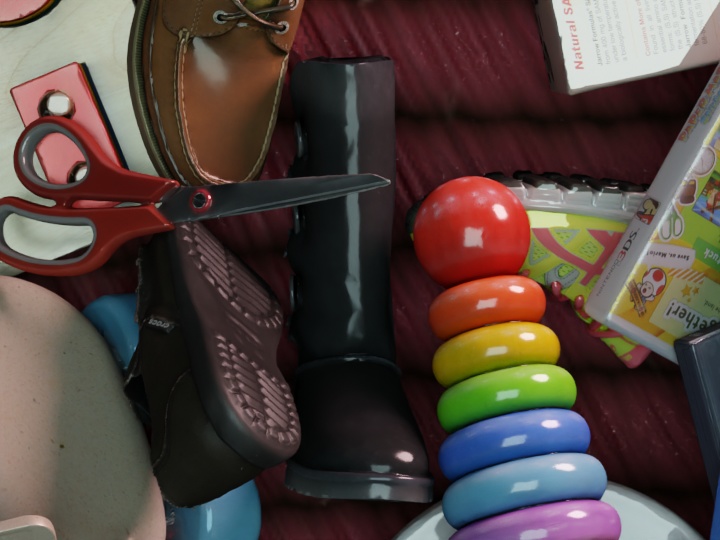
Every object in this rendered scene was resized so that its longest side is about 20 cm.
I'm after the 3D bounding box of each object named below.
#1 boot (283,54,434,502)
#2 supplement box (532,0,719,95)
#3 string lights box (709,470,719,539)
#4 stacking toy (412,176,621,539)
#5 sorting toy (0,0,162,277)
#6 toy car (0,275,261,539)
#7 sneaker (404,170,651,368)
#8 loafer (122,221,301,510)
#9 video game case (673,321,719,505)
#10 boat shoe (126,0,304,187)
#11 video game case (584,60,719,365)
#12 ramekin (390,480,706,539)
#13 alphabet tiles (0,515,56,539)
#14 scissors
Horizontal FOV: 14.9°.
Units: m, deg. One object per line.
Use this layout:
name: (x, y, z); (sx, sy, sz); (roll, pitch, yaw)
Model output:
boot: (0.000, 0.000, 1.273); (0.065, 0.165, 0.200); (4, 94, -13)
supplement box: (0.178, -0.164, 1.308); (0.200, 0.074, 0.126); (-11, 95, -1)
string lights box: (0.221, 0.070, 1.240); (0.103, 0.059, 0.200); (10, 87, -28)
stacking toy: (0.062, 0.055, 1.238); (0.085, 0.085, 0.200); (-13, 76, -1)
sorting toy: (-0.201, -0.090, 1.306); (0.200, 0.070, 0.199); (-22, 94, 0)
toy car: (-0.184, 0.123, 1.295); (0.200, 0.184, 0.177); (-53, 53, 38)
sneaker: (0.119, 0.001, 1.317); (0.200, 0.078, 0.091); (7, 97, -2)
loafer: (-0.080, 0.037, 1.239); (0.071, 0.200, 0.073); (-41, 114, 13)
video game case: (0.247, 0.068, 1.297); (0.200, 0.019, 0.143); (-20, 101, -25)
boat shoe: (-0.062, -0.130, 1.284); (0.072, 0.068, 0.200); (3, 84, -30)
video game case: (0.215, -0.023, 1.290); (0.200, 0.023, 0.182); (27, 93, -39)
ramekin: (0.088, 0.192, 1.319); (0.202, 0.094, 0.203); (0, 93, -1)
alphabet tiles: (-0.183, 0.174, 1.196); (0.200, 0.196, 0.015); (-13, 50, -9)
scissors: (-0.081, -0.023, 1.230); (0.200, 0.014, 0.073); (11, 84, 25)
